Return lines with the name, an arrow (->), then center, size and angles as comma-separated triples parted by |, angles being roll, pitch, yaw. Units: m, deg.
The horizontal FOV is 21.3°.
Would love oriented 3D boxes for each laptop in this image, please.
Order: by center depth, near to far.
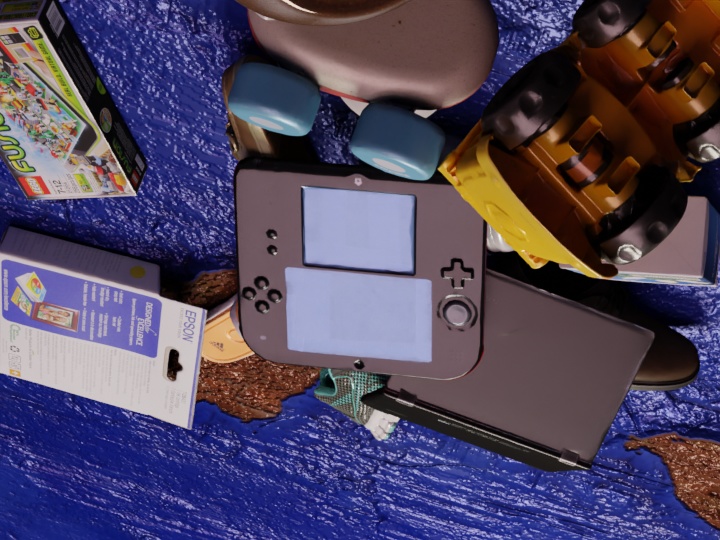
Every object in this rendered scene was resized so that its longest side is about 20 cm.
laptop -> 0.118, 0.084, 1.602 | 0.186, 0.117, 0.200 | 21, 170, -6

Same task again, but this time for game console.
game console -> 0.000, 0.000, 1.490 | 0.198, 0.031, 0.178 | 5, 123, 10

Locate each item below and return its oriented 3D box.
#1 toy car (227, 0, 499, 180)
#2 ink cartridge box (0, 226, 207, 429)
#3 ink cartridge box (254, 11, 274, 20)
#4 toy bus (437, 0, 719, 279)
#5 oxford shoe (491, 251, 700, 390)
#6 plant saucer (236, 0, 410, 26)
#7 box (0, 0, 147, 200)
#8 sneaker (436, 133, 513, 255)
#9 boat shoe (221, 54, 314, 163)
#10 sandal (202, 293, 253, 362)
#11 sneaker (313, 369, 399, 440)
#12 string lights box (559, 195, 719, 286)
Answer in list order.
toy car -> 0.007, -0.162, 1.367 | 0.176, 0.186, 0.200 | 19, 173, 1
ink cartridge box -> -0.241, 0.055, 1.792 | 0.198, 0.047, 0.198 | 14, 141, 0
ink cartridge box -> -0.081, -0.285, 1.236 | 0.200, 0.050, 0.163 | 45, 121, 18
toy bus -> 0.151, -0.097, 1.285 | 0.136, 0.200, 0.192 | 44, 166, -11
oxford shoe -> 0.200, 0.040, 1.589 | 0.199, 0.073, 0.085 | 22, 140, -8
plant saucer -> -0.004, -0.224, 1.168 | 0.199, 0.037, 0.201 | -12, 135, -12
box -> -0.263, -0.138, 1.563 | 0.109, 0.035, 0.201 | -2, 139, 22
sneaker -> 0.070, -0.025, 1.546 | 0.145, 0.081, 0.201 | 19, 137, 3
boat shoe -> -0.078, -0.091, 1.528 | 0.063, 0.074, 0.201 | -4, 146, 17
sandal -> -0.088, 0.055, 1.720 | 0.079, 0.060, 0.206 | 33, 139, -21
sneaker -> 0.011, 0.080, 1.708 | 0.091, 0.078, 0.200 | 23, 141, -2
string lights box -> 0.213, -0.023, 1.429 | 0.102, 0.060, 0.200 | 4, 178, 14
